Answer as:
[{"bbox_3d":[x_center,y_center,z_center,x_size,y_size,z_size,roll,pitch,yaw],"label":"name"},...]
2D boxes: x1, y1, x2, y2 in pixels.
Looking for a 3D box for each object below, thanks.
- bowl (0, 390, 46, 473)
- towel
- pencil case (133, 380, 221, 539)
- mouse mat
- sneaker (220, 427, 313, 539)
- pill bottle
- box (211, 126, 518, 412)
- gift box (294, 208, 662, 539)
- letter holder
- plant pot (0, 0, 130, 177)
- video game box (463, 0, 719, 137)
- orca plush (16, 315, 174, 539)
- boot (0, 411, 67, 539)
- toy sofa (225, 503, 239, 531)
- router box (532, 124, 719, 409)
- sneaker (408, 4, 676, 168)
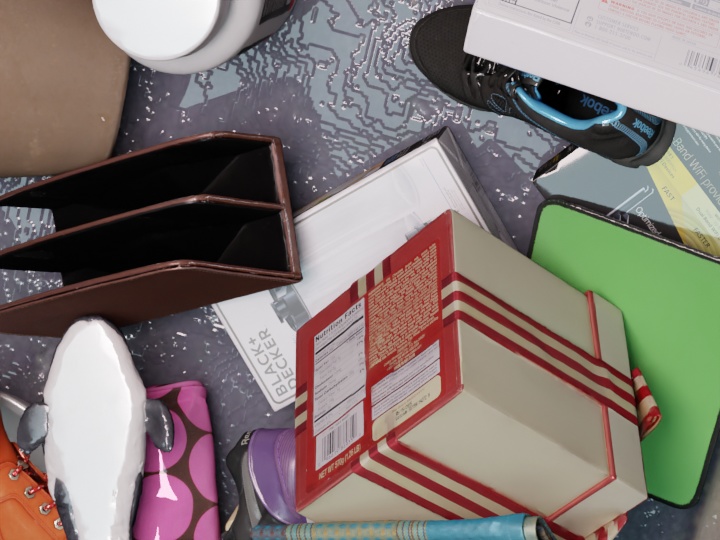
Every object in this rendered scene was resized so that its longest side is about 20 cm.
[{"bbox_3d":[-0.278,0.167,1.535,0.200,0.090,0.202,2,103,9],"label":"bowl"},{"bbox_3d":[0.048,0.192,1.324,0.199,0.022,0.147,-4,144,30],"label":"towel"},{"bbox_3d":[-0.143,0.180,1.486,0.093,0.091,0.201,-4,76,-10],"label":"pencil case"},{"bbox_3d":[0.176,0.059,1.437,0.160,0.008,0.201,22,124,17],"label":"mouse mat"},{"bbox_3d":[-0.049,0.204,1.443,0.087,0.076,0.201,2,98,26],"label":"sneaker"},{"bbox_3d":[-0.108,-0.187,1.369,0.110,0.200,0.111,2,102,8],"label":"pill bottle"},{"bbox_3d":[0.000,0.000,1.468,0.199,0.060,0.117,-28,97,14],"label":"box"},{"bbox_3d":[0.071,0.110,1.367,0.186,0.201,0.184,30,133,-30],"label":"gift box"},{"bbox_3d":[-0.164,-0.023,1.406,0.199,0.142,0.101,-14,80,31],"label":"letter holder"},{"bbox_3d":[-0.248,-0.139,1.427,0.174,0.200,0.201,9,105,-12],"label":"plant pot"},{"bbox_3d":[0.184,-0.181,1.342,0.199,0.183,0.047,19,144,5],"label":"video game box"},{"bbox_3d":[-0.164,0.131,1.428,0.105,0.071,0.201,-21,87,6],"label":"orca plush"},{"bbox_3d":[-0.238,0.148,1.446,0.107,0.075,0.201,-2,110,6],"label":"boot"},{"bbox_3d":[0.009,0.189,1.499,0.199,0.083,0.098,5,105,8],"label":"toy sofa"},{"bbox_3d":[0.237,-0.033,1.426,0.157,0.052,0.200,-36,95,14],"label":"router box"},{"bbox_3d":[0.111,-0.133,1.383,0.200,0.082,0.073,24,92,28],"label":"sneaker"}]
